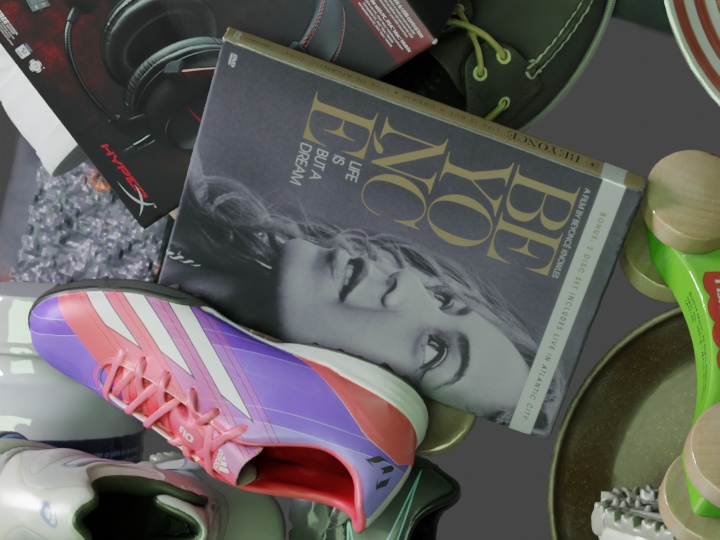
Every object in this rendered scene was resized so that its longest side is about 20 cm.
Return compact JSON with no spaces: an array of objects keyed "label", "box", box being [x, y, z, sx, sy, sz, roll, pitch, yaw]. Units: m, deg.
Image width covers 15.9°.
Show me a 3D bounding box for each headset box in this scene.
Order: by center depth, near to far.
[{"label":"headset box","box":[-0.061,-0.136,1.186,0.199,0.075,0.149,-30,106,24]}]

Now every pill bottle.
[{"label":"pill bottle","box":[-0.165,0.110,1.300,0.110,0.111,0.202,5,95,18]}]

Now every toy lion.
[{"label":"toy lion","box":[0.223,0.045,1.142,0.190,0.069,0.201,-2,62,-9]}]

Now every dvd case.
[{"label":"dvd case","box":[0.015,-0.014,1.177,0.199,0.016,0.149,20,126,2]}]

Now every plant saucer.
[{"label":"plant saucer","box":[0.189,0.110,1.219,0.199,0.037,0.202,1,94,20]}]

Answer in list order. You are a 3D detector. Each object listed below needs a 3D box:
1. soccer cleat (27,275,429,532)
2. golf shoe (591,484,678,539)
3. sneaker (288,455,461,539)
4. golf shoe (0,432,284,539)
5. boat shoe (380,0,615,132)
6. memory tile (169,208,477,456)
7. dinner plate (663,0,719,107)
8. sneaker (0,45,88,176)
[{"label":"soccer cleat","box":[-0.070,0.061,1.203,0.199,0.073,0.068,18,141,9]},{"label":"golf shoe","box":[0.190,0.164,1.167,0.199,0.078,0.098,21,106,18]},{"label":"sneaker","box":[-0.004,0.181,1.269,0.079,0.075,0.202,13,98,15]},{"label":"golf shoe","box":[-0.095,0.126,1.217,0.097,0.199,0.079,7,87,44]},{"label":"boat shoe","box":[0.043,-0.087,1.225,0.201,0.061,0.072,-44,73,1]},{"label":"memory tile","box":[0.000,0.000,1.257,0.153,0.017,0.201,-27,75,3]},{"label":"dinner plate","box":[0.237,-0.148,1.193,0.199,0.024,0.202,1,93,19]},{"label":"sneaker","box":[-0.122,-0.154,1.289,0.200,0.074,0.116,-42,83,18]}]
